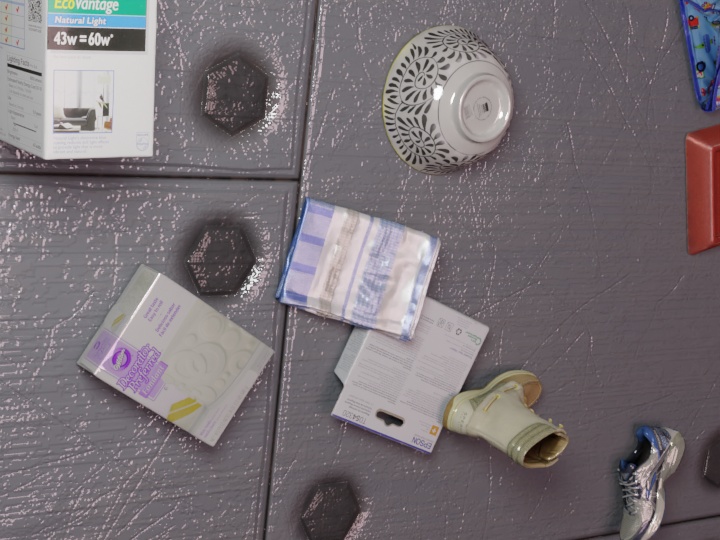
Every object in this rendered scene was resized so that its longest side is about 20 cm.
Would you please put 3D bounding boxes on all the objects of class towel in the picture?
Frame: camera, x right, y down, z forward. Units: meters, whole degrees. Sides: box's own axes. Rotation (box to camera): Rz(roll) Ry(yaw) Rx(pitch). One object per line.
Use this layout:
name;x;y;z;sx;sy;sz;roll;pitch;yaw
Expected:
towel;0.000;0.000;1.793;0.200;0.024;0.147;17;91;-19

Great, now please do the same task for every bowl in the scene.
bowl;0.137;-0.219;1.817;0.200;0.094;0.201;-9;106;-32

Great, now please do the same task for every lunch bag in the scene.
lunch bag;0.569;-0.344;2.093;0.150;0.094;0.200;-32;130;-25

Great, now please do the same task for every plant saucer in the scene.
plant saucer;0.601;-0.138;2.187;0.199;0.037;0.200;-17;111;-30

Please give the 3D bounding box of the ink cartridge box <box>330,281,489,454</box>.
ink cartridge box;0.061;0.131;1.892;0.196;0.043;0.200;27;89;-37

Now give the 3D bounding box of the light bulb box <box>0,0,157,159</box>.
light bulb box;-0.311;-0.231;1.447;0.125;0.198;0.200;-5;107;-35

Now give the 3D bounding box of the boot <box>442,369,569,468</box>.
boot;0.232;0.211;1.942;0.200;0.155;0.072;-14;121;-46

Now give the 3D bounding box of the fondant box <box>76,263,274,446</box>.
fondant box;-0.223;0.106;1.683;0.200;0.058;0.144;37;81;-34

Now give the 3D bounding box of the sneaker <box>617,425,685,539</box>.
sneaker;0.441;0.338;2.193;0.085;0.077;0.200;22;83;-26
